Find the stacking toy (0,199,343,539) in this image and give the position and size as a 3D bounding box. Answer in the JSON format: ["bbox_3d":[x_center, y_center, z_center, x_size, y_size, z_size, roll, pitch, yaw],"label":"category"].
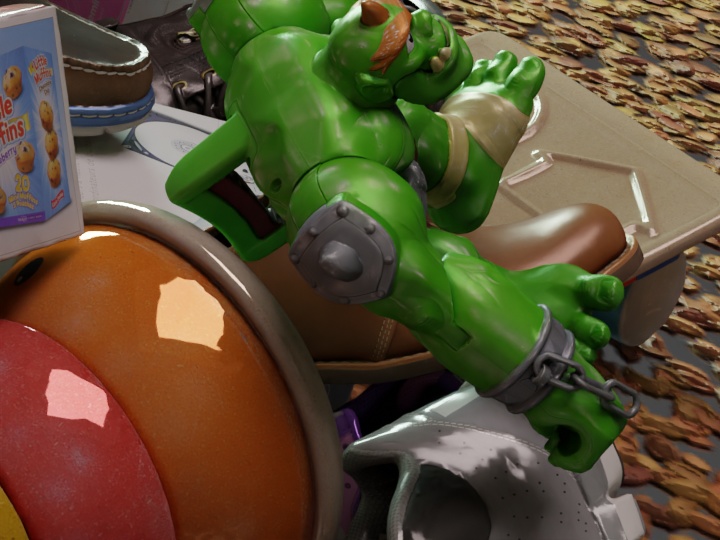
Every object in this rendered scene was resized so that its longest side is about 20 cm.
[{"bbox_3d":[-0.115,0.076,0.766,0.146,0.146,0.200,34,42,27],"label":"stacking toy"}]

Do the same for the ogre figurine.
[{"bbox_3d":[0.009,-0.029,0.805,0.120,0.098,0.200,25,48,-42],"label":"ogre figurine"}]

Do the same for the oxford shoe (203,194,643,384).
[{"bbox_3d":[0.000,0.000,0.886,0.200,0.071,0.071,-13,12,-9],"label":"oxford shoe"}]

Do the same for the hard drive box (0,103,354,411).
[{"bbox_3d":[-0.108,-0.007,0.980,0.200,0.077,0.156,13,24,-17],"label":"hard drive box"}]

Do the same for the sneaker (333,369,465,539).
[{"bbox_3d":[0.032,0.070,0.917,0.080,0.089,0.200,30,24,23],"label":"sneaker"}]

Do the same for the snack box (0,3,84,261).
[{"bbox_3d":[-0.155,-0.023,0.707,0.024,0.072,0.200,3,15,39],"label":"snack box"}]

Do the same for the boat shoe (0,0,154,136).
[{"bbox_3d":[-0.167,-0.111,0.965,0.200,0.072,0.072,19,23,-4],"label":"boat shoe"}]

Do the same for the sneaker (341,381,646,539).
[{"bbox_3d":[0.052,0.130,0.798,0.115,0.075,0.200,-18,69,-36],"label":"sneaker"}]

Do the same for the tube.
[{"bbox_3d":[0.059,-0.031,1.212,0.200,0.050,0.077,31,21,32],"label":"tube"}]

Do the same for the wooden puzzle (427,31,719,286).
[{"bbox_3d":[0.047,-0.027,1.141,0.200,0.046,0.185,-22,42,-30],"label":"wooden puzzle"}]

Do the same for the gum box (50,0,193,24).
[{"bbox_3d":[-0.113,-0.206,1.242,0.113,0.200,0.066,36,27,27],"label":"gum box"}]

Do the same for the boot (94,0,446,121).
[{"bbox_3d":[-0.061,-0.073,1.118,0.174,0.069,0.200,-23,32,-21],"label":"boot"}]
